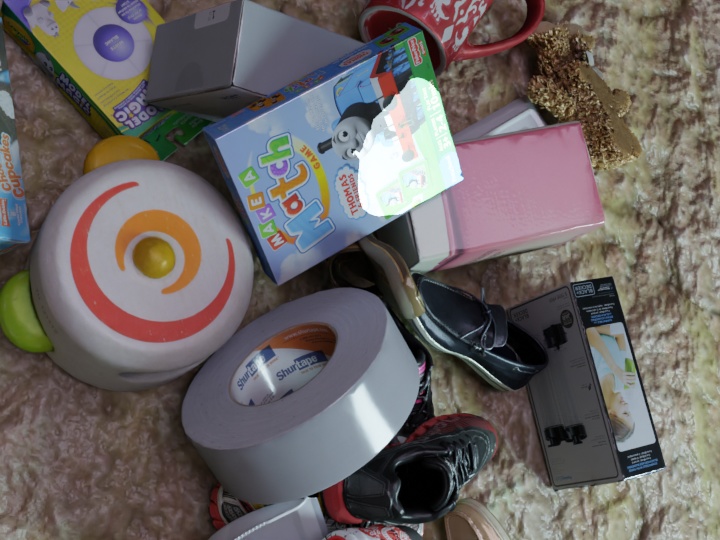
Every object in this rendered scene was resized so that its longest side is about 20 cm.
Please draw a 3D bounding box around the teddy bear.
[{"bbox_3d":[0.251,-0.204,1.198,0.145,0.067,0.201,-29,87,-47],"label":"teddy bear"}]

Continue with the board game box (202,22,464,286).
[{"bbox_3d":[-0.017,-0.099,0.885,0.199,0.037,0.152,-30,125,-13],"label":"board game box"}]

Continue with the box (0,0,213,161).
[{"bbox_3d":[-0.231,-0.199,0.980,0.200,0.048,0.117,49,62,-7],"label":"box"}]

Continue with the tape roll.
[{"bbox_3d":[-0.052,0.102,0.883,0.200,0.200,0.066,-46,121,-28],"label":"tape roll"}]

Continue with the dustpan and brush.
[{"bbox_3d":[-0.120,0.271,0.874,0.199,0.140,0.057,-11,38,3],"label":"dustpan and brush"}]

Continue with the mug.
[{"bbox_3d":[0.109,-0.308,1.115,0.177,0.134,0.200,28,67,9],"label":"mug"}]

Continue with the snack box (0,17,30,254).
[{"bbox_3d":[-0.340,-0.104,0.864,0.037,0.116,0.201,8,68,-59],"label":"snack box"}]

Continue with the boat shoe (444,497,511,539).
[{"bbox_3d":[0.119,0.318,0.974,0.069,0.074,0.201,-17,83,-33],"label":"boat shoe"}]

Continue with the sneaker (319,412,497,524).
[{"bbox_3d":[0.064,0.174,0.903,0.200,0.098,0.071,-11,94,-42],"label":"sneaker"}]

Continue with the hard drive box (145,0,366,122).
[{"bbox_3d":[-0.071,-0.172,0.950,0.199,0.155,0.077,10,86,-39],"label":"hard drive box"}]

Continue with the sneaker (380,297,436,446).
[{"bbox_3d":[0.035,0.116,0.989,0.077,0.084,0.201,-28,88,-28],"label":"sneaker"}]

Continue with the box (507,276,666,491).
[{"bbox_3d":[0.229,0.118,1.061,0.060,0.117,0.201,-7,77,-28],"label":"box"}]

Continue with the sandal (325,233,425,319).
[{"bbox_3d":[0.000,0.000,0.952,0.054,0.200,0.081,-31,115,-7],"label":"sandal"}]

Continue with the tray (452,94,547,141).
[{"bbox_3d":[0.151,-0.117,1.146,0.200,0.022,0.108,-32,89,-29],"label":"tray"}]

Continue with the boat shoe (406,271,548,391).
[{"bbox_3d":[0.113,0.056,1.022,0.200,0.062,0.075,36,42,-31],"label":"boat shoe"}]

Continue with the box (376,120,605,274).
[{"bbox_3d":[0.121,-0.068,1.035,0.199,0.128,0.110,-12,84,-14],"label":"box"}]

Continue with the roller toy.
[{"bbox_3d":[-0.189,0.003,0.887,0.182,0.140,0.201,32,64,-14],"label":"roller toy"}]

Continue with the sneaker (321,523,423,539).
[{"bbox_3d":[-0.018,0.311,0.874,0.108,0.067,0.202,17,92,-48],"label":"sneaker"}]

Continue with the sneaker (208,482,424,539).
[{"bbox_3d":[-0.030,0.221,0.922,0.199,0.082,0.078,14,55,-23],"label":"sneaker"}]
